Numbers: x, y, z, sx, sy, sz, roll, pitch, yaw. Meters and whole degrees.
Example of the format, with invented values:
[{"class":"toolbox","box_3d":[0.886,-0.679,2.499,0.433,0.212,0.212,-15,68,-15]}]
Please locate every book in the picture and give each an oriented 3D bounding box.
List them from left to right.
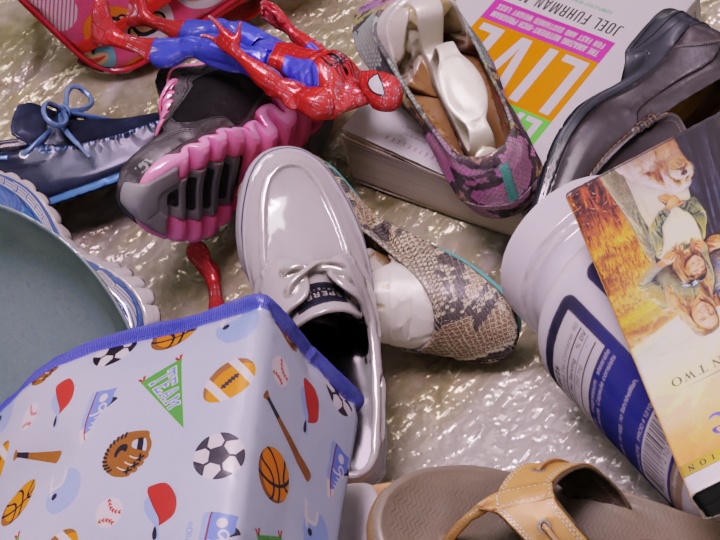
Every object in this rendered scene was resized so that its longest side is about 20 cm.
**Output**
[{"class":"book","box_3d":[0.101,-0.115,1.484,0.134,0.048,0.200,23,59,29]}]

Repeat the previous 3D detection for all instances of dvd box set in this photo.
[{"class":"dvd box set","box_3d":[0.195,0.007,1.177,0.146,0.029,0.200,-27,49,12]}]

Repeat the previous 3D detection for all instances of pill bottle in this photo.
[{"class":"pill bottle","box_3d":[0.164,0.042,1.268,0.116,0.116,0.200,-32,48,-10]}]

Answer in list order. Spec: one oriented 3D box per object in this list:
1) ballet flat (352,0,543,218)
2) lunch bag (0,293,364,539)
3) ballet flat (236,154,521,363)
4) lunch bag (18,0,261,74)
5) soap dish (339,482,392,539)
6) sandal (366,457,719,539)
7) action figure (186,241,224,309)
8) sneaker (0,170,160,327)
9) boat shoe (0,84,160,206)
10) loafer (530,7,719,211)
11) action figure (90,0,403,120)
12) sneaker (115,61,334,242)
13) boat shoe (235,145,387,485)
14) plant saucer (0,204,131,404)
[{"class":"ballet flat","box_3d":[0.049,-0.115,1.418,0.069,0.071,0.200,-22,50,-8]},{"class":"lunch bag","box_3d":[-0.110,0.125,1.169,0.200,0.124,0.170,-14,47,26]},{"class":"ballet flat","box_3d":[0.000,0.000,1.384,0.075,0.068,0.200,-20,45,-38]},{"class":"lunch bag","box_3d":[-0.129,-0.221,1.569,0.200,0.176,0.082,-31,35,20]},{"class":"soap dish","box_3d":[-0.068,0.198,1.233,0.200,0.081,0.157,-12,47,9]},{"class":"sandal","box_3d":[0.103,0.123,1.157,0.200,0.054,0.080,9,45,-3]},{"class":"action figure","box_3d":[-0.074,0.044,1.366,0.065,0.099,0.200,-15,49,7]},{"class":"sneaker","box_3d":[-0.211,0.001,1.431,0.200,0.079,0.089,31,28,32]},{"class":"boat shoe","box_3d":[-0.202,-0.073,1.510,0.200,0.069,0.084,-17,5,1]},{"class":"loafer","box_3d":[0.165,-0.072,1.402,0.072,0.073,0.200,21,61,28]},{"class":"action figure","box_3d":[-0.063,-0.130,1.437,0.200,0.052,0.065,22,29,21]},{"class":"sneaker","box_3d":[-0.096,-0.085,1.458,0.095,0.079,0.200,31,36,17]},{"class":"boat shoe","box_3d":[-0.024,0.023,1.300,0.072,0.066,0.200,-4,75,-9]},{"class":"plant saucer","box_3d":[-0.190,0.049,1.352,0.201,0.201,0.039,11,26,27]}]
